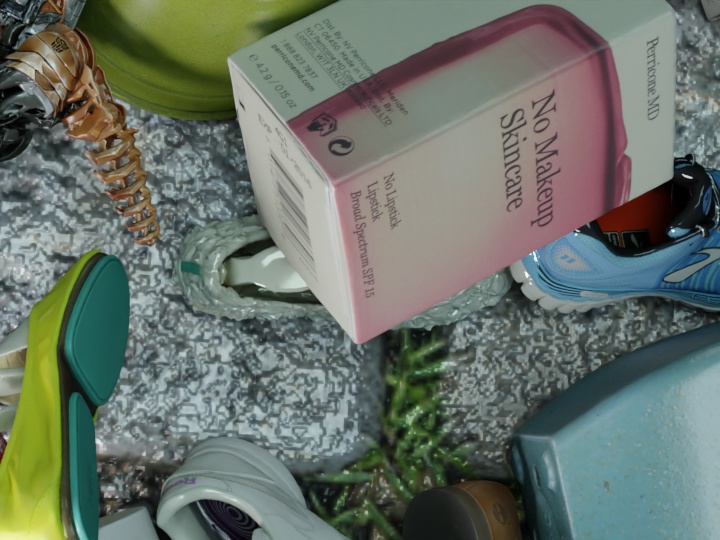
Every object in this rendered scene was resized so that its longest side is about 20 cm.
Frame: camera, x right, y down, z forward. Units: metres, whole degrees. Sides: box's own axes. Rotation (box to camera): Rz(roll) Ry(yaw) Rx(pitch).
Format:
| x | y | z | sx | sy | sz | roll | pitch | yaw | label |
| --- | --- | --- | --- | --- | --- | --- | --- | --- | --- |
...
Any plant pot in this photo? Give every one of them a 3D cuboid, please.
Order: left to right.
| x | y | z | sx | sy | sz | roll | pitch | yaw | label |
| --- | --- | --- | --- | --- | --- | --- | --- | --- | --- |
| -0.068 | -0.189 | 1.136 | 0.200 | 0.193 | 0.201 | 1 | 86 | -12 | plant pot |
| 0.192 | 0.125 | 1.177 | 0.199 | 0.196 | 0.196 | -12 | 89 | -7 | plant pot |

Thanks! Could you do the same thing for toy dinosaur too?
| x | y | z | sx | sy | sz | roll | pitch | yaw | label |
| --- | --- | --- | --- | --- | --- | --- | --- | --- | --- |
| -0.179 | -0.092 | 1.118 | 0.136 | 0.102 | 0.200 | -42 | 68 | 8 | toy dinosaur |

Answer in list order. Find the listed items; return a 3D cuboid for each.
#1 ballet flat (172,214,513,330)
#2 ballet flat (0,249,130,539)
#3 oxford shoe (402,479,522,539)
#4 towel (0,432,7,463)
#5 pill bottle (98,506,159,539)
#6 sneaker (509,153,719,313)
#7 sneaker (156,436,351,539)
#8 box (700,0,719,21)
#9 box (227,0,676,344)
| x | y | z | sx | sy | sz | roll | pitch | yaw | label |
| --- | --- | --- | --- | --- | --- | --- | --- | --- | --- |
| 0.000 | 0.000 | 1.202 | 0.199 | 0.072 | 0.072 | -5 | 87 | -14 | ballet flat |
| -0.161 | 0.066 | 1.127 | 0.067 | 0.067 | 0.200 | -9 | 44 | 11 | ballet flat |
| 0.073 | 0.212 | 1.206 | 0.071 | 0.071 | 0.201 | -10 | 100 | -51 | oxford shoe |
| -0.235 | 0.090 | 1.089 | 0.145 | 0.022 | 0.200 | -55 | 135 | -40 | towel |
| -0.115 | 0.229 | 1.135 | 0.111 | 0.111 | 0.200 | -19 | 90 | -13 | pill bottle |
| 0.184 | -0.023 | 1.218 | 0.200 | 0.090 | 0.079 | -9 | 71 | -23 | sneaker |
| -0.026 | 0.171 | 1.151 | 0.200 | 0.100 | 0.075 | 36 | 106 | 6 | sneaker |
| 0.285 | -0.215 | 1.279 | 0.200 | 0.068 | 0.082 | -21 | 90 | -14 | box |
| 0.049 | -0.076 | 1.123 | 0.200 | 0.128 | 0.109 | -28 | 52 | -15 | box |
